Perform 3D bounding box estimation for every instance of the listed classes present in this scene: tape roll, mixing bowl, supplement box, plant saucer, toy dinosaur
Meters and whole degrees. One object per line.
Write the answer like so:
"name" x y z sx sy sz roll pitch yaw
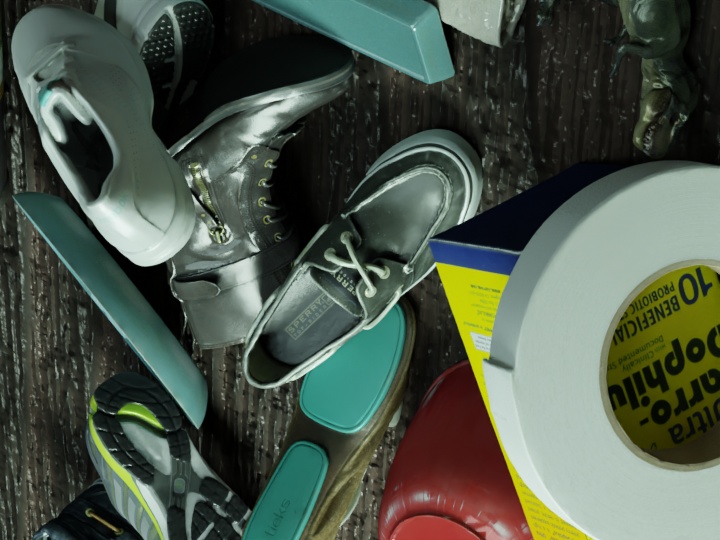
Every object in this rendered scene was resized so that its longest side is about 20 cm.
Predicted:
"tape roll" 0.161 0.045 0.981 0.037 0.201 0.204 22 135 69
"mixing bowl" 0.084 0.166 1.188 0.199 0.108 0.202 21 127 31
"supplement box" 0.136 0.055 1.056 0.109 0.108 0.202 12 125 64
"plant saucer" -0.163 0.021 1.303 0.201 0.027 0.200 51 173 8
"plant saucer" -0.034 -0.166 1.135 0.199 0.019 0.070 27 161 25
"toy dinosaur" 0.132 -0.160 1.003 0.087 0.047 0.202 5 118 22

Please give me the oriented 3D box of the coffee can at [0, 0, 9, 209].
"coffee can" -0.315 -0.140 1.317 0.146 0.146 0.202 24 128 27

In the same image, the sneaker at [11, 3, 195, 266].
"sneaker" -0.165 -0.097 1.134 0.075 0.088 0.201 -41 57 11

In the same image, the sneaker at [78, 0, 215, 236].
"sneaker" -0.150 -0.111 1.262 0.080 0.073 0.201 45 132 30

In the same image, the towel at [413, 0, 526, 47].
"towel" 0.042 -0.233 1.045 0.132 0.034 0.201 29 131 25

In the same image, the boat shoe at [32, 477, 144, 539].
"boat shoe" -0.158 0.251 1.452 0.200 0.091 0.071 46 135 9

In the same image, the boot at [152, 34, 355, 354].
"boot" -0.059 -0.043 1.215 0.199 0.069 0.175 -22 120 19

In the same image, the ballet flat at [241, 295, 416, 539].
"ballet flat" -0.011 0.110 1.244 0.067 0.072 0.202 22 87 31

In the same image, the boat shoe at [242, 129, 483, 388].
"boat shoe" 0.000 0.000 1.164 0.071 0.064 0.200 40 117 -1

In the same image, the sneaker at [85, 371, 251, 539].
"sneaker" -0.129 0.168 1.356 0.201 0.073 0.081 60 154 7
